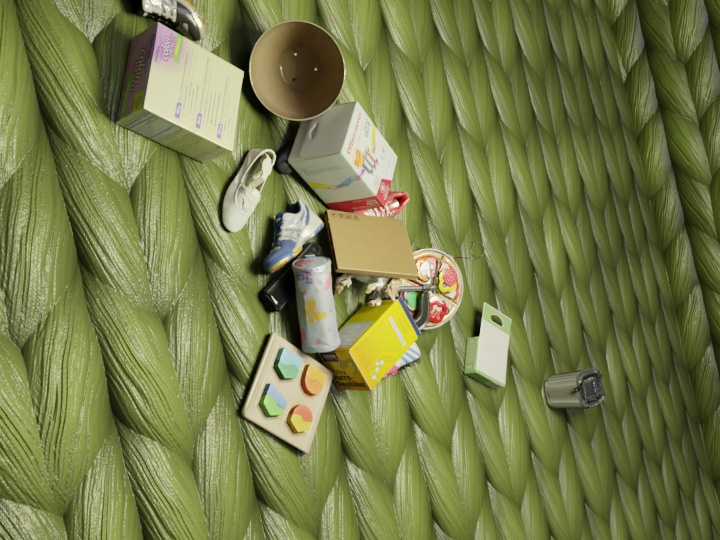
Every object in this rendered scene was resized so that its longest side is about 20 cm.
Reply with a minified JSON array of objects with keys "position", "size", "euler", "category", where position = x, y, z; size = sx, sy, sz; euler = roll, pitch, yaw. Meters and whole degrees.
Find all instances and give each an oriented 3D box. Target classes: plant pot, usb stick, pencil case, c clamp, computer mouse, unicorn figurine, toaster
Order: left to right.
[{"position":[-0.140,0.011,1.594],"size":[0.056,0.033,0.200],"euler":[53,47,-16],"category":"usb stick"},{"position":[-0.131,-0.431,1.618],"size":[0.201,0.199,0.135],"euler":[62,7,-16],"category":"plant pot"},{"position":[-0.128,-0.281,1.676],"size":[0.059,0.034,0.200],"euler":[53,47,-24],"category":"computer mouse"},{"position":[-0.091,0.071,1.564],"size":[0.091,0.083,0.201],"euler":[-68,153,-71],"category":"pencil case"},{"position":[0.000,0.000,1.702],"size":[0.199,0.074,0.138],"euler":[31,49,-1],"category":"unicorn figurine"},{"position":[0.101,0.067,1.802],"size":[0.199,0.027,0.172],"euler":[-7,100,-28],"category":"c clamp"},{"position":[0.653,0.367,2.316],"size":[0.199,0.129,0.114],"euler":[-5,84,-49],"category":"toaster"}]

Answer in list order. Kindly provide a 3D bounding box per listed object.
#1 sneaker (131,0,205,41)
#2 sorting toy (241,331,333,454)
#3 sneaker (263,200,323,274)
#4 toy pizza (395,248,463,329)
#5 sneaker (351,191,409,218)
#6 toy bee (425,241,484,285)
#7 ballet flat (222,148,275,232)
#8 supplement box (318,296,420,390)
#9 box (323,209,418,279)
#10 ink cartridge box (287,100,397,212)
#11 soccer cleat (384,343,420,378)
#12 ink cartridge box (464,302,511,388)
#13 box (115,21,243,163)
[{"position":[-0.385,-0.499,1.428],"size":[0.200,0.075,0.088],"euler":[43,67,-29],"category":"sneaker"},{"position":[-0.138,0.249,1.534],"size":[0.200,0.036,0.186],"euler":[42,52,-34],"category":"sorting toy"},{"position":[-0.159,-0.071,1.575],"size":[0.088,0.075,0.200],"euler":[50,40,-12],"category":"sneaker"},{"position":[0.170,0.047,1.862],"size":[0.199,0.032,0.202],"euler":[-2,95,-22],"category":"toy pizza"},{"position":[0.045,-0.148,1.797],"size":[0.200,0.086,0.074],"euler":[-38,108,-45],"category":"sneaker"},{"position":[0.212,-0.004,1.954],"size":[0.199,0.109,0.132],"euler":[-6,94,-24],"category":"toy bee"},{"position":[-0.222,-0.170,1.521],"size":[0.069,0.069,0.201],"euler":[40,54,-35],"category":"ballet flat"},{"position":[0.022,0.160,1.665],"size":[0.200,0.109,0.110],"euler":[-43,113,-37],"category":"supplement box"},{"position":[0.023,-0.057,1.691],"size":[0.199,0.021,0.164],"euler":[6,53,-25],"category":"box"},{"position":[-0.035,-0.246,1.662],"size":[0.200,0.144,0.146],"euler":[45,50,-46],"category":"ink cartridge box"},{"position":[0.067,0.200,1.759],"size":[0.200,0.070,0.087],"euler":[-14,83,-54],"category":"soccer cleat"},{"position":[0.353,0.208,2.082],"size":[0.145,0.048,0.201],"euler":[30,59,-40],"category":"ink cartridge box"},{"position":[-0.333,-0.325,1.412],"size":[0.199,0.096,0.177],"euler":[22,65,-44],"category":"box"}]
